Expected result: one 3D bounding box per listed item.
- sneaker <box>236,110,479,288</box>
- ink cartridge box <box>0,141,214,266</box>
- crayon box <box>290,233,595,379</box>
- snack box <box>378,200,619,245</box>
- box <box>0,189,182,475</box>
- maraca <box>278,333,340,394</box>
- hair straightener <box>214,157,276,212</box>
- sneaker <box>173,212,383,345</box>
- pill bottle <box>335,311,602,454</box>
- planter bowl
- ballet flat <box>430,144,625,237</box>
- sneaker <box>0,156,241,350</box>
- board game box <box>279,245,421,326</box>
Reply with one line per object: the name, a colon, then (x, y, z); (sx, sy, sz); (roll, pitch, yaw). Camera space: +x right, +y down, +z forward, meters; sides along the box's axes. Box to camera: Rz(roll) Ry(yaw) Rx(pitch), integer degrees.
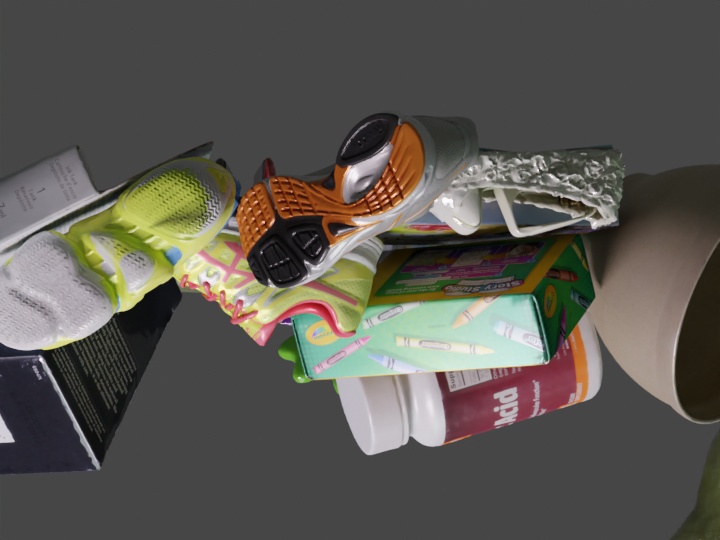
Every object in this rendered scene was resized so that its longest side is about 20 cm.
sneaker: (0.002, -0.044, 1.401); (0.092, 0.076, 0.200); (-10, 168, -44)
ink cartridge box: (-0.193, -0.056, 1.507); (0.173, 0.044, 0.200); (-27, 178, -9)
crayon box: (0.063, 0.027, 1.613); (0.199, 0.059, 0.119); (-5, -159, 26)
snack box: (0.076, -0.050, 1.635); (0.199, 0.053, 0.142); (0, 176, -24)
box: (-0.272, 0.047, 1.648); (0.199, 0.124, 0.199); (-5, -142, 23)
maraca: (0.004, 0.040, 2.036); (0.137, 0.200, 0.107); (12, 138, 24)
hair straightener: (-0.107, -0.058, 1.594); (0.077, 0.041, 0.200); (0, 180, -7)
sneaker: (-0.084, 0.007, 1.545); (0.199, 0.091, 0.078); (5, 174, -4)
pill bottle: (0.086, 0.077, 1.751); (0.199, 0.115, 0.114); (-16, 178, -12)
planter bowl: (0.250, 0.002, 1.677); (0.134, 0.201, 0.200); (26, -167, 35)
ballet flat: (0.097, -0.057, 1.501); (0.199, 0.072, 0.072); (0, 175, -17)
sneaker: (-0.158, -0.010, 1.451); (0.199, 0.076, 0.105); (-28, 178, 19)
board game box: (0.000, 0.000, 1.880); (0.102, 0.106, 0.200); (-3, 174, 13)
